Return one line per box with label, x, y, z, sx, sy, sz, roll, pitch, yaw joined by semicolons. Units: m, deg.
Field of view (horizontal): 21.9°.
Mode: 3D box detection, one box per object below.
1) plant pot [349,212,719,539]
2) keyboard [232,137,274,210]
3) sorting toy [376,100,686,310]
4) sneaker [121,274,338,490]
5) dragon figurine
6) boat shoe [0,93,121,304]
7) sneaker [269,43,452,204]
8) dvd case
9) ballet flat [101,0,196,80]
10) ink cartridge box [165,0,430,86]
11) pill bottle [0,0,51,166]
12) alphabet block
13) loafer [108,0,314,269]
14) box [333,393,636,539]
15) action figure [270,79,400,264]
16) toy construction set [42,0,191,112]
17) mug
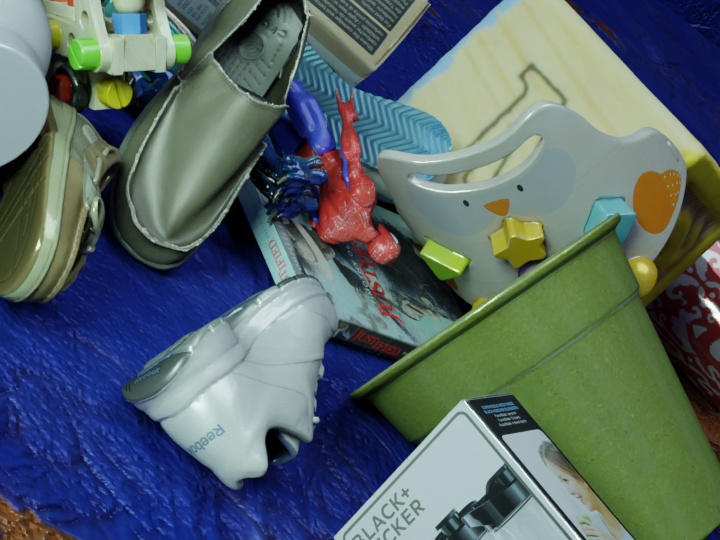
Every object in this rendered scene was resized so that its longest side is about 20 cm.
plant pot;0.126;0.098;1.140;0.190;0.200;0.200;57;21;3
keyboard;-0.081;-0.088;1.346;0.127;0.021;0.200;37;21;-11
sorting toy;0.101;-0.048;1.246;0.180;0.200;0.107;45;35;-51
sneaker;-0.058;0.063;1.022;0.087;0.074;0.200;54;26;0
dragon figurine;-0.112;-0.093;1.185;0.200;0.059;0.100;15;42;-23
boat shoe;-0.159;-0.034;1.009;0.063;0.073;0.201;30;15;-19
sneaker;-0.028;-0.107;1.358;0.200;0.077;0.081;32;-19;11
dvd case;0.000;0.000;1.281;0.200;0.022;0.146;21;36;-47
ballet flat;-0.185;-0.179;1.272;0.200;0.067;0.062;36;10;-13
ink cartridge box;-0.057;-0.205;1.415;0.165;0.075;0.200;40;-16;-7
pill bottle;-0.234;-0.145;1.034;0.112;0.112;0.200;26;25;-38
alphabet block;0.153;-0.072;1.448;0.200;0.196;0.195;51;11;24
loafer;-0.088;-0.095;1.115;0.075;0.200;0.070;28;-16;-15
box;0.091;0.176;0.974;0.200;0.117;0.060;51;24;21
action figure;-0.032;-0.086;1.247;0.052;0.065;0.200;-9;61;-48
toy construction set;-0.162;-0.165;1.107;0.092;0.131;0.200;-4;18;-22
mug;0.314;0.016;1.718;0.200;0.133;0.177;51;23;16
